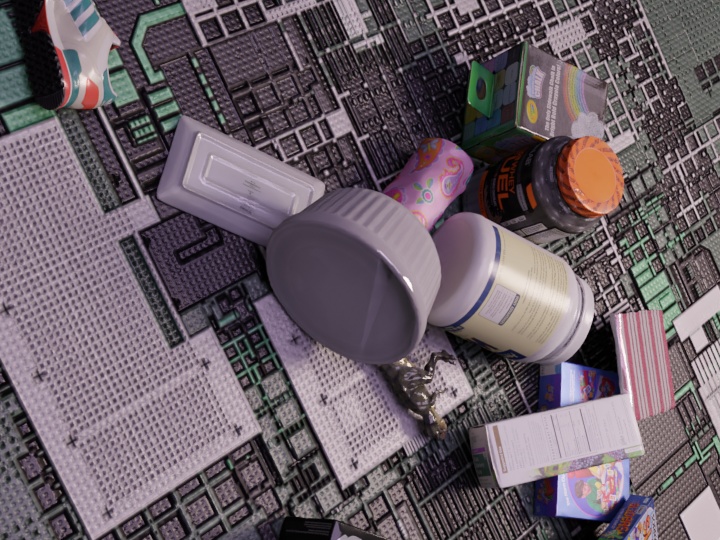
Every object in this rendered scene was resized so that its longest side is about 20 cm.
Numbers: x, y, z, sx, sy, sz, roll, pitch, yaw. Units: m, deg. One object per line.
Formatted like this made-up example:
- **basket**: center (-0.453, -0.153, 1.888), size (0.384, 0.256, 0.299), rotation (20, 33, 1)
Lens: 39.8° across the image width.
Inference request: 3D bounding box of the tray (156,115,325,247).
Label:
- **tray**: center (-0.130, -0.094, 1.148), size (0.198, 0.022, 0.109), rotation (24, 70, -27)

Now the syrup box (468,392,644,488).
- **syrup box**: center (0.244, 0.215, 1.251), size (0.197, 0.079, 0.083), rotation (-11, 79, -13)

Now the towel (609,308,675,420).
- **towel**: center (0.391, 0.130, 1.391), size (0.199, 0.030, 0.149), rotation (1, 80, -56)

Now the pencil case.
- **pencil case**: center (0.061, -0.073, 1.227), size (0.087, 0.087, 0.201), rotation (45, 61, -17)

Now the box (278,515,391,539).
- **box**: center (-0.022, 0.383, 1.061), size (0.147, 0.124, 0.203), rotation (26, 69, -24)

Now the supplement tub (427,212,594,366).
- **supplement tub**: center (0.180, 0.029, 1.249), size (0.198, 0.144, 0.147), rotation (25, 68, -26)

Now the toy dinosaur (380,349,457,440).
- **toy dinosaur**: center (0.061, 0.118, 1.217), size (0.200, 0.047, 0.088), rotation (48, 66, -12)

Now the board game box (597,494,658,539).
- **board game box**: center (0.355, 0.416, 1.297), size (0.135, 0.034, 0.203), rotation (-28, 112, -51)

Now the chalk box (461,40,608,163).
- **chalk box**: center (0.215, -0.214, 1.334), size (0.198, 0.123, 0.126), rotation (18, 72, -27)

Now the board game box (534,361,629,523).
- **board game box**: center (0.302, 0.234, 1.345), size (0.133, 0.045, 0.203), rotation (14, 73, -30)

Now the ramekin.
- **ramekin**: center (0.000, 0.000, 1.114), size (0.203, 0.201, 0.094), rotation (51, 50, -13)

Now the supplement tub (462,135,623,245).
- **supplement tub**: center (0.231, -0.098, 1.273), size (0.121, 0.199, 0.125), rotation (7, 76, -31)

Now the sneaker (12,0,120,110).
- **sneaker**: center (-0.306, -0.265, 1.053), size (0.093, 0.070, 0.203), rotation (-3, 80, -51)
